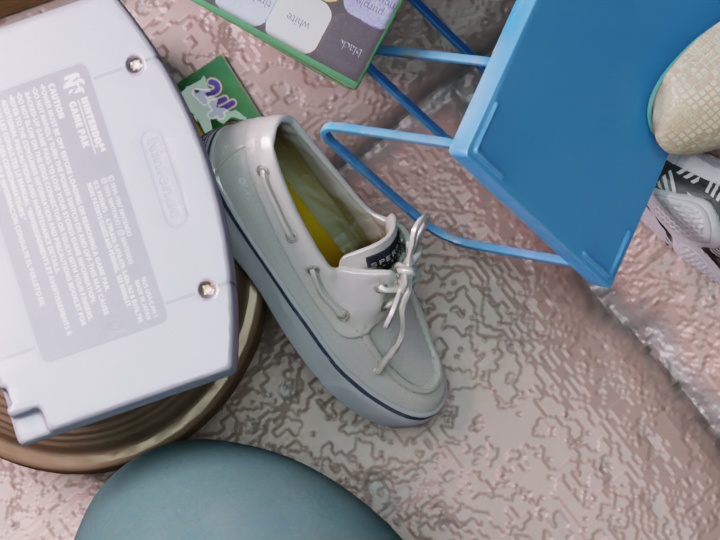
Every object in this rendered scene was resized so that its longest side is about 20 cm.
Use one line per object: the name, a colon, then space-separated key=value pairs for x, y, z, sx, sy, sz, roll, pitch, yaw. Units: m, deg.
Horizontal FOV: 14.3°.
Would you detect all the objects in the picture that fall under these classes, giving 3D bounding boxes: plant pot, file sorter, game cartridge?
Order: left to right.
plant pot: x=-0.150 y=0.003 z=1.474 sx=0.199 sy=0.093 sz=0.202 roll=0 pitch=84 yaw=4
game cartridge: x=-0.135 y=-0.029 z=1.414 sx=0.133 sy=0.040 sz=0.201 roll=-19 pitch=82 yaw=5
plant pot: x=-0.075 y=0.166 z=1.467 sx=0.200 sy=0.200 sz=0.135 roll=-34 pitch=50 yaw=-1
file sorter: x=0.088 y=-0.118 z=1.477 sx=0.122 sy=0.139 sz=0.201 roll=10 pitch=69 yaw=43

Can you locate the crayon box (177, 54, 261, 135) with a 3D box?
crayon box: x=-0.129 y=-0.018 z=1.547 sx=0.199 sy=0.052 sz=0.126 roll=-33 pitch=82 yaw=-1

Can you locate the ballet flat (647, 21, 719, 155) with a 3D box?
ballet flat: x=0.233 y=-0.114 z=1.485 sx=0.199 sy=0.062 sz=0.068 roll=-32 pitch=124 yaw=-32

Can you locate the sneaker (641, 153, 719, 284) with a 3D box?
sneaker: x=0.231 y=-0.039 z=1.518 sx=0.200 sy=0.075 sz=0.115 roll=39 pitch=79 yaw=12

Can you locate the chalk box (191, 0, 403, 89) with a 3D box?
chalk box: x=-0.033 y=-0.176 z=1.437 sx=0.124 sy=0.200 sz=0.124 roll=28 pitch=94 yaw=-13

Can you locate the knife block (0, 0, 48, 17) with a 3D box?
knife block: x=-0.115 y=-0.197 z=1.562 sx=0.175 sy=0.064 sz=0.201 roll=25 pitch=85 yaw=7

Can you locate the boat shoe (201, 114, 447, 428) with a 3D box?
boat shoe: x=0.001 y=-0.004 z=1.481 sx=0.086 sy=0.075 sz=0.202 roll=-19 pitch=117 yaw=37
